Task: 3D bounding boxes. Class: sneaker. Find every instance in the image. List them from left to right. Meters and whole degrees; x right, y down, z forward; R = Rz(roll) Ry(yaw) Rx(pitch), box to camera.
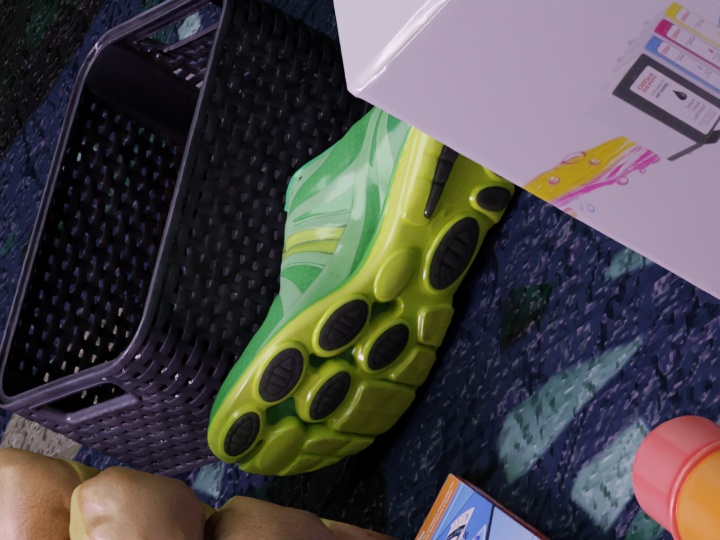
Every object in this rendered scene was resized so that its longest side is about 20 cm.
[{"bbox_3d":[0.000,0.000,1.277,0.201,0.074,0.083,-57,30,-8],"label":"sneaker"}]

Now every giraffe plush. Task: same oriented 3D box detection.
[{"bbox_3d":[-0.093,0.168,1.217,0.200,0.172,0.163,-3,73,65],"label":"giraffe plush"}]

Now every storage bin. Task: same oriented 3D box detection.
[{"bbox_3d":[-0.081,-0.018,1.398,0.135,0.093,0.201,-20,49,52],"label":"storage bin"}]

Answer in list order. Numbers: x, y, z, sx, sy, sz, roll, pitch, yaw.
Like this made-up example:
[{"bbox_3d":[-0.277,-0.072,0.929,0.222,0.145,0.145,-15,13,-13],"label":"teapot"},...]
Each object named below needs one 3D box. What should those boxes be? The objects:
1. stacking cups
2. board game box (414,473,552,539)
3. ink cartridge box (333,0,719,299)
[{"bbox_3d":[0.146,0.090,0.970,0.061,0.060,0.200,-60,28,5],"label":"stacking cups"},{"bbox_3d":[0.016,0.184,1.149,0.201,0.019,0.103,-62,30,2],"label":"board game box"},{"bbox_3d":[0.105,-0.109,1.054,0.145,0.199,0.148,-46,33,27],"label":"ink cartridge box"}]
